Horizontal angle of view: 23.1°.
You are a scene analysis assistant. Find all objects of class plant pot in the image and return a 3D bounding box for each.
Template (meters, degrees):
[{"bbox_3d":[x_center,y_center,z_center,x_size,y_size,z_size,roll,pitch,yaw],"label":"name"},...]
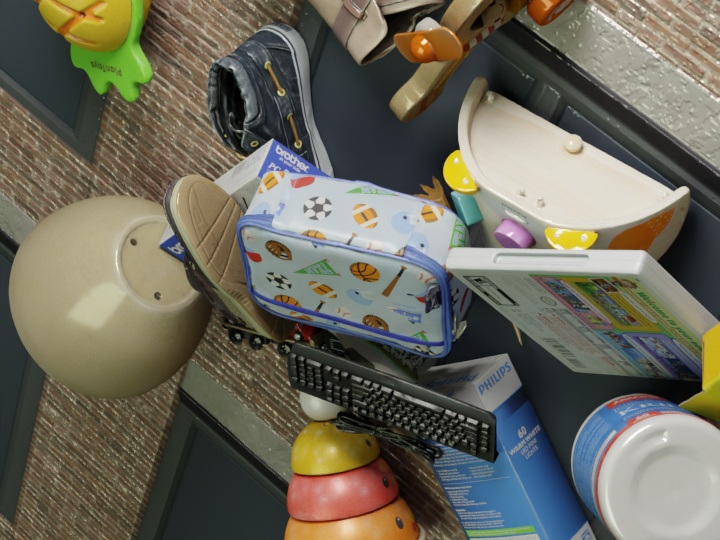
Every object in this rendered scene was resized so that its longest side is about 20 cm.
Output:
[{"bbox_3d":[-0.218,0.012,1.686,0.201,0.200,0.134,57,144,-4],"label":"plant pot"}]

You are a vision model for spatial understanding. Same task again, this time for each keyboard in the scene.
[{"bbox_3d":[0.028,0.128,1.550,0.199,0.021,0.127,20,151,18],"label":"keyboard"}]

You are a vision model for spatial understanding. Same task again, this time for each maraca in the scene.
[{"bbox_3d":[-0.243,-0.250,1.608,0.137,0.107,0.201,20,130,43],"label":"maraca"}]

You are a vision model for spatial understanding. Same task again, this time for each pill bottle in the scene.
[{"bbox_3d":[0.225,0.156,1.378,0.113,0.112,0.200,57,179,-4],"label":"pill bottle"}]

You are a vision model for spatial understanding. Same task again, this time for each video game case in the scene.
[{"bbox_3d":[0.192,0.036,1.373,0.181,0.022,0.200,2,154,43],"label":"video game case"}]

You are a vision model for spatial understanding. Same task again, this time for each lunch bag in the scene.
[{"bbox_3d":[0.000,0.000,1.464,0.199,0.076,0.161,16,147,14],"label":"lunch bag"}]

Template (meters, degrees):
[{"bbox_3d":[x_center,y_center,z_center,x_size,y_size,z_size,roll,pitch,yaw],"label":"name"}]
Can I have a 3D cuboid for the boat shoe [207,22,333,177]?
[{"bbox_3d":[-0.085,-0.113,1.565,0.071,0.091,0.201,12,125,38],"label":"boat shoe"}]

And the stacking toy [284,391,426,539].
[{"bbox_3d":[-0.022,0.192,1.698,0.146,0.146,0.201,0,106,43],"label":"stacking toy"}]

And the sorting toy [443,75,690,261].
[{"bbox_3d":[0.149,-0.028,1.418,0.200,0.107,0.180,32,154,24],"label":"sorting toy"}]

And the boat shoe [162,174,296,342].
[{"bbox_3d":[-0.124,-0.007,1.541,0.065,0.072,0.200,1,146,34],"label":"boat shoe"}]

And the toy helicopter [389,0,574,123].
[{"bbox_3d":[0.072,-0.173,1.343,0.079,0.132,0.200,47,139,7],"label":"toy helicopter"}]

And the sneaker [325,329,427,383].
[{"bbox_3d":[0.008,0.030,1.608,0.200,0.089,0.077,46,-176,33],"label":"sneaker"}]

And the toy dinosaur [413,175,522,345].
[{"bbox_3d":[0.066,-0.025,1.524,0.200,0.060,0.106,29,160,29],"label":"toy dinosaur"}]

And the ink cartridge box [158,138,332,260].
[{"bbox_3d":[-0.094,-0.044,1.577,0.094,0.044,0.200,33,149,-19],"label":"ink cartridge box"}]

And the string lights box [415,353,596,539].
[{"bbox_3d":[0.124,0.181,1.593,0.103,0.059,0.201,-13,107,47],"label":"string lights box"}]

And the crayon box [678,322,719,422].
[{"bbox_3d":[0.335,0.057,1.266,0.126,0.051,0.200,21,143,-19],"label":"crayon box"}]

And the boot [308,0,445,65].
[{"bbox_3d":[-0.024,-0.234,1.425,0.200,0.070,0.147,-31,81,40],"label":"boot"}]

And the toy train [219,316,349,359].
[{"bbox_3d":[-0.061,0.061,1.707,0.199,0.034,0.046,11,120,38],"label":"toy train"}]
